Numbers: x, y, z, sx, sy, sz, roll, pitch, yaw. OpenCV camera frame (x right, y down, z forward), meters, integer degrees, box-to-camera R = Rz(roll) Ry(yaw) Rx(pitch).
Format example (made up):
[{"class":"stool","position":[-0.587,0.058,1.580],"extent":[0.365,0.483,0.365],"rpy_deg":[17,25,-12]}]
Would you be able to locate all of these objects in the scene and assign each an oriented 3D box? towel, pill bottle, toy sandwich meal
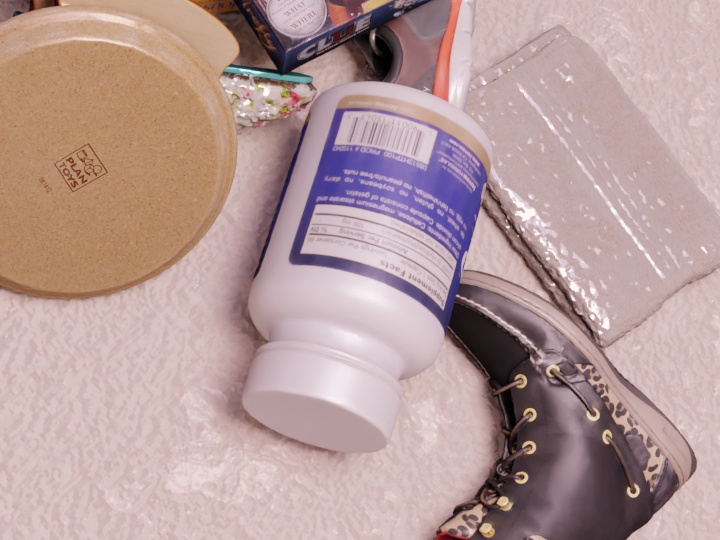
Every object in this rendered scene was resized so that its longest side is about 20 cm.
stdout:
[{"class":"towel","position":[0.146,-0.058,1.179],"extent":[0.133,0.034,0.200],"rpy_deg":[-33,84,-24]},{"class":"pill bottle","position":[0.000,0.000,1.060],"extent":[0.120,0.120,0.200],"rpy_deg":[22,67,-11]},{"class":"toy sandwich meal","position":[-0.164,-0.080,1.024],"extent":[0.205,0.205,0.070],"rpy_deg":[4,28,-18]}]

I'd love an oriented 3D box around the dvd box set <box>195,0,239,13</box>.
[{"class":"dvd box set","position":[-0.111,-0.235,1.149],"extent":[0.200,0.029,0.146],"rpy_deg":[-11,75,-22]}]

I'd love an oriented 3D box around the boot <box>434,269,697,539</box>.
[{"class":"boot","position":[0.096,0.110,1.086],"extent":[0.200,0.073,0.151],"rpy_deg":[43,64,-7]}]

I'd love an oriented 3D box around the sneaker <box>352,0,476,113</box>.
[{"class":"sneaker","position":[0.034,-0.171,1.148],"extent":[0.082,0.077,0.200],"rpy_deg":[5,51,2]}]

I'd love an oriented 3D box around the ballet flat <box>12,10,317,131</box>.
[{"class":"ballet flat","position":[-0.129,-0.109,1.091],"extent":[0.200,0.076,0.064],"rpy_deg":[11,100,-11]}]

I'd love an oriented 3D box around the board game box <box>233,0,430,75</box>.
[{"class":"board game box","position":[0.003,-0.223,1.103],"extent":[0.200,0.035,0.136],"rpy_deg":[-29,76,-17]}]
